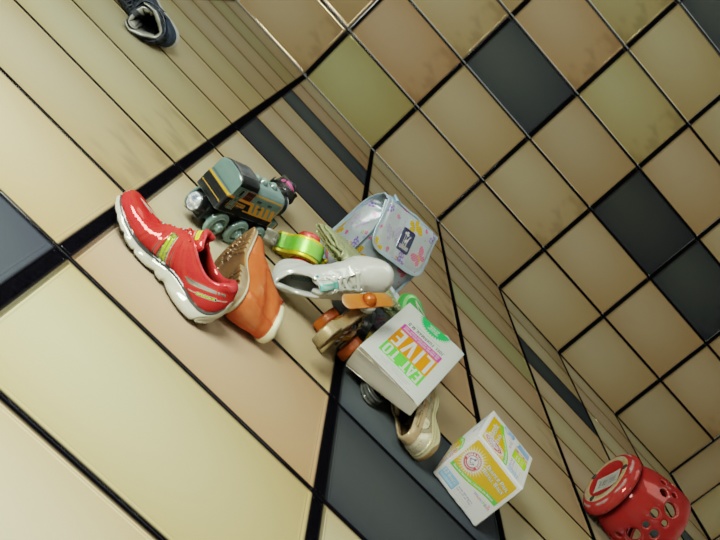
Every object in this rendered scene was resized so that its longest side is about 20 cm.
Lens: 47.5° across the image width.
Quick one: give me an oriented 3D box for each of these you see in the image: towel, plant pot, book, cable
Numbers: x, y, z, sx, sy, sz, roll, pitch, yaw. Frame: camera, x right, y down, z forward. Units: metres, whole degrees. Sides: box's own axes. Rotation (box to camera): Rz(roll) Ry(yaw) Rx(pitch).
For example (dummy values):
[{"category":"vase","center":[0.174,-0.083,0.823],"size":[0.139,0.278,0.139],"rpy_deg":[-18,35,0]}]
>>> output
[{"category":"towel","center":[0.000,0.000,1.491],"size":[0.200,0.036,0.149],"rpy_deg":[46,6,-38]},{"category":"plant pot","center":[0.646,0.550,1.941],"size":[0.182,0.200,0.200],"rpy_deg":[44,14,0]},{"category":"book","center":[0.080,0.144,1.358],"size":[0.133,0.048,0.200],"rpy_deg":[41,33,9]},{"category":"cable","center":[0.027,0.179,1.385],"size":[0.098,0.050,0.201],"rpy_deg":[56,22,-22]}]

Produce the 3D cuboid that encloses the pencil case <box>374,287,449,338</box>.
[{"category":"pencil case","center":[0.094,0.113,1.633],"size":[0.200,0.083,0.091],"rpy_deg":[41,37,-26]}]

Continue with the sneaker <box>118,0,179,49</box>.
[{"category":"sneaker","center":[-0.472,-0.562,1.723],"size":[0.203,0.077,0.146],"rpy_deg":[49,11,-4]}]

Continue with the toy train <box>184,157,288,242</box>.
[{"category":"toy train","center":[-0.188,-0.105,1.284],"size":[0.086,0.114,0.200],"rpy_deg":[54,15,22]}]

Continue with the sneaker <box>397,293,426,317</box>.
[{"category":"sneaker","center":[0.107,0.115,1.504],"size":[0.073,0.084,0.201],"rpy_deg":[16,41,-19]}]

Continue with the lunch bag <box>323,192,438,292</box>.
[{"category":"lunch bag","center":[0.038,-0.043,1.642],"size":[0.169,0.200,0.128],"rpy_deg":[38,16,-39]}]

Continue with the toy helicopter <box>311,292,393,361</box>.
[{"category":"toy helicopter","center":[-0.022,0.081,1.255],"size":[0.079,0.132,0.200],"rpy_deg":[49,14,6]}]

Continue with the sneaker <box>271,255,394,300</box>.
[{"category":"sneaker","center":[-0.044,0.020,1.295],"size":[0.089,0.197,0.076],"rpy_deg":[-93,-178,-80]}]

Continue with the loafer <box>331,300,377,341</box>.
[{"category":"loafer","center":[-0.021,0.070,1.445],"size":[0.072,0.073,0.200],"rpy_deg":[35,7,-16]}]

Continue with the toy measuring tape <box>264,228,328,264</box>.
[{"category":"toy measuring tape","center":[-0.122,-0.050,1.427],"size":[0.199,0.074,0.074],"rpy_deg":[35,19,-39]}]

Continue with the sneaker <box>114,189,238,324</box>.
[{"category":"sneaker","center":[-0.224,-0.030,1.025],"size":[0.200,0.085,0.077],"rpy_deg":[50,13,4]}]

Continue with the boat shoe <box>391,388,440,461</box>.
[{"category":"boat shoe","center":[0.087,0.223,1.340],"size":[0.064,0.071,0.200],"rpy_deg":[44,16,-20]}]

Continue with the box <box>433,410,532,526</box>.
[{"category":"box","center":[0.209,0.327,1.375],"size":[0.113,0.101,0.200],"rpy_deg":[50,14,8]}]

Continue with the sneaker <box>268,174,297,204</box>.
[{"category":"sneaker","center":[-0.165,-0.142,1.521],"size":[0.077,0.084,0.200],"rpy_deg":[46,14,-7]}]

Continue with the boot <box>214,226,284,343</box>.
[{"category":"boot","center":[-0.153,0.020,1.160],"size":[0.107,0.075,0.201],"rpy_deg":[45,22,-26]}]
